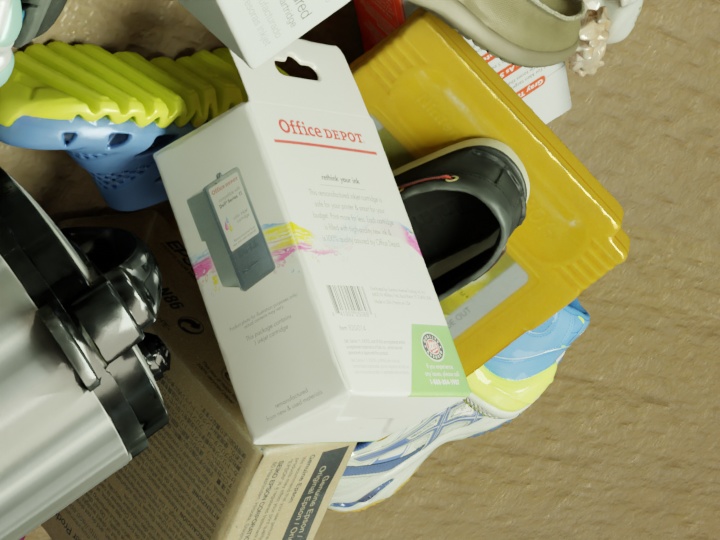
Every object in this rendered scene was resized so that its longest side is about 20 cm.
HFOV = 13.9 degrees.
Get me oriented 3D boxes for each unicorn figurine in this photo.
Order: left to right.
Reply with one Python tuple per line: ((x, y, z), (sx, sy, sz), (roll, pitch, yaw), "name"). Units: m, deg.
((0.161, -0.195, 1.674), (0.200, 0.074, 0.137), (-50, 157, -14), "unicorn figurine")

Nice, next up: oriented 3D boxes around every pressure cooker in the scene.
((-0.190, 0.044, 1.473), (0.200, 0.176, 0.179), (-34, 149, -9), "pressure cooker")

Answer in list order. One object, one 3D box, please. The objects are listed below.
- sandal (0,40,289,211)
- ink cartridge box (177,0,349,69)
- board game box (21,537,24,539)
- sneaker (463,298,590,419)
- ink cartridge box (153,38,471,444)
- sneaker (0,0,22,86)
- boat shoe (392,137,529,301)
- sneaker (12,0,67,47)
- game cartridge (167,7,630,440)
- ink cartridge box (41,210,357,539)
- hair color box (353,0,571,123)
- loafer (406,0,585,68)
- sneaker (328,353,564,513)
((-0.113, -0.067, 1.517), (0.200, 0.079, 0.087), (2, 119, -45), "sandal")
((-0.013, -0.212, 1.341), (0.200, 0.083, 0.145), (-37, 136, -10), "ink cartridge box")
((-0.303, 0.222, 1.664), (0.200, 0.043, 0.199), (-10, 135, -41), "board game box")
((0.050, -0.014, 1.674), (0.105, 0.076, 0.200), (-42, 104, 14), "sneaker")
((-0.030, -0.016, 1.485), (0.067, 0.200, 0.117), (-28, 163, 29), "ink cartridge box")
((-0.220, -0.137, 1.314), (0.140, 0.078, 0.200), (-33, 139, -45), "sneaker")
((-0.002, -0.002, 1.569), (0.201, 0.074, 0.063), (-29, -164, 25), "boat shoe")
((-0.124, -0.191, 1.379), (0.082, 0.073, 0.200), (-5, 130, -42), "sneaker")
((0.023, -0.022, 1.603), (0.200, 0.176, 0.032), (-38, -166, 28), "game cartridge")
((-0.107, 0.091, 1.587), (0.075, 0.200, 0.165), (-10, 135, -42), "ink cartridge box")
((0.053, -0.145, 1.629), (0.102, 0.061, 0.200), (-33, 144, -16), "hair color box")
((0.053, -0.161, 1.496), (0.200, 0.076, 0.067), (19, 115, -46), "loafer")
((0.040, 0.064, 1.739), (0.200, 0.075, 0.088), (-41, 150, -4), "sneaker")
